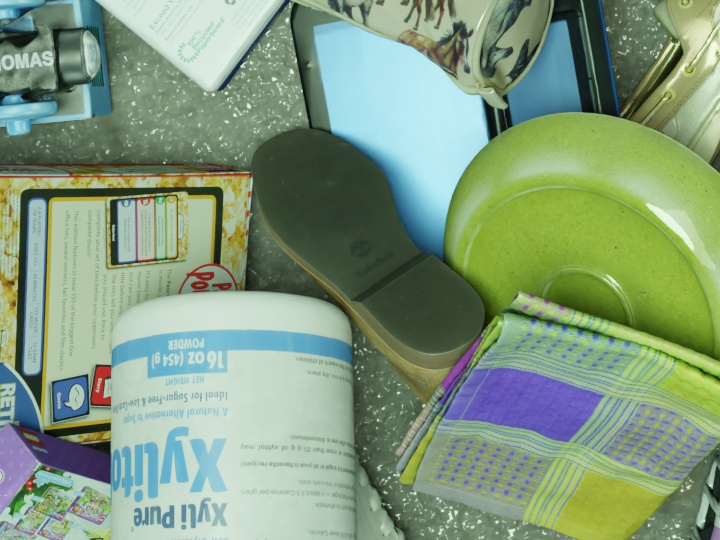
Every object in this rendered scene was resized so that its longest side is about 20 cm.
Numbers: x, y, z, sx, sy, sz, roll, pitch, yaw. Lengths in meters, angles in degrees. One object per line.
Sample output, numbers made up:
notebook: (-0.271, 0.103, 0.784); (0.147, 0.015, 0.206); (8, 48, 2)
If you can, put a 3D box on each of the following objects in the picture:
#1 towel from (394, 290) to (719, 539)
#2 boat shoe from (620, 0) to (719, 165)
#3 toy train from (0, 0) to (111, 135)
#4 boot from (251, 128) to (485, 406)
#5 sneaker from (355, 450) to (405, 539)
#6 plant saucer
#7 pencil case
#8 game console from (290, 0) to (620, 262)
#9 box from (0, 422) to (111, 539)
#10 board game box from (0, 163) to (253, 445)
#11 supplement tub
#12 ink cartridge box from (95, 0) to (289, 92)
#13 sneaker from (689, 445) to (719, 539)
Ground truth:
towel: (0.107, 0.085, 0.891); (0.143, 0.200, 0.023); (19, 57, -6)
boat shoe: (0.192, -0.130, 0.953); (0.066, 0.074, 0.201); (26, 100, -4)
toy train: (-0.238, -0.111, 0.974); (0.198, 0.114, 0.087); (-6, 94, 5)
boot: (0.000, 0.000, 0.960); (0.073, 0.076, 0.200); (-28, 53, -14)
sneaker: (-0.016, 0.146, 1.018); (0.080, 0.077, 0.202); (-3, 99, -11)
plant saucer: (0.122, 0.017, 0.899); (0.199, 0.031, 0.201); (18, 125, 28)
pencil case: (0.005, -0.159, 0.895); (0.199, 0.078, 0.090); (28, 99, 21)
game console: (0.056, -0.070, 0.957); (0.117, 0.171, 0.202); (-14, 98, -20)
box: (-0.162, 0.169, 0.971); (0.137, 0.200, 0.039); (-52, 54, 6)
board game box: (-0.154, 0.018, 0.956); (0.199, 0.046, 0.153); (-2, 100, -40)
supplement tub: (-0.066, 0.120, 0.901); (0.131, 0.132, 0.202); (-3, 77, 6)
ink cartridge box: (-0.099, -0.239, 0.980); (0.200, 0.043, 0.197); (39, 100, 0)
sneaker: (0.193, 0.173, 0.994); (0.139, 0.078, 0.202); (-15, 96, 6)
